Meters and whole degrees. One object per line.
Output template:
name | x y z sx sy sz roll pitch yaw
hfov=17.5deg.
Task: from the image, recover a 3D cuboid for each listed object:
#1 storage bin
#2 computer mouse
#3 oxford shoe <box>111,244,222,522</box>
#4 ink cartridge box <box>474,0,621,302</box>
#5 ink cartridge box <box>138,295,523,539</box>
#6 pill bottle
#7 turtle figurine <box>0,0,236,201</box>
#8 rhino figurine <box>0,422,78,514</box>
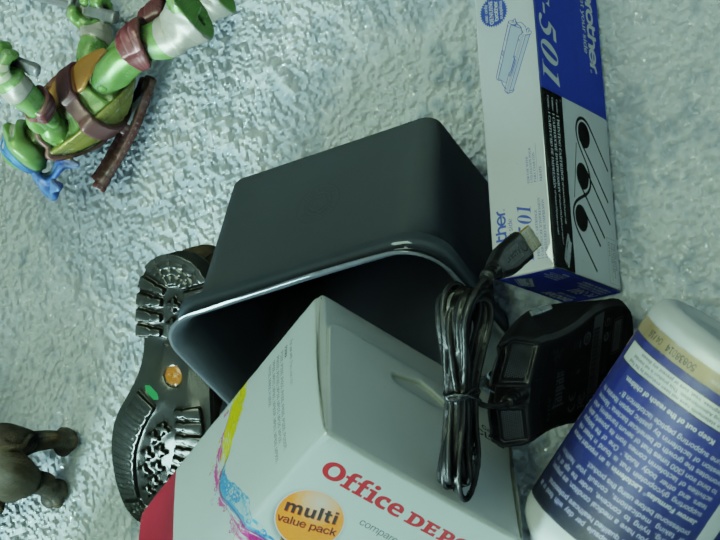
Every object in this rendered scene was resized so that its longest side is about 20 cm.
storage bin | 0.000 0.000 1.470 0.199 0.146 0.135 -16 45 29
computer mouse | 0.093 0.034 1.343 0.046 0.200 0.141 15 116 33
oxford shoe | -0.112 0.078 1.555 0.072 0.084 0.201 21 110 19
ink cartridge box | 0.113 -0.087 1.428 0.044 0.094 0.201 -11 74 30
ink cartridge box | -0.020 0.151 1.388 0.200 0.145 0.145 -52 21 24
pill bottle | 0.166 0.127 1.340 0.116 0.116 0.201 38 100 31
turtle figurine | -0.198 -0.168 1.611 0.193 0.144 0.201 -28 70 20
rhino figurine | -0.292 0.168 1.634 0.200 0.087 0.060 -34 64 22
